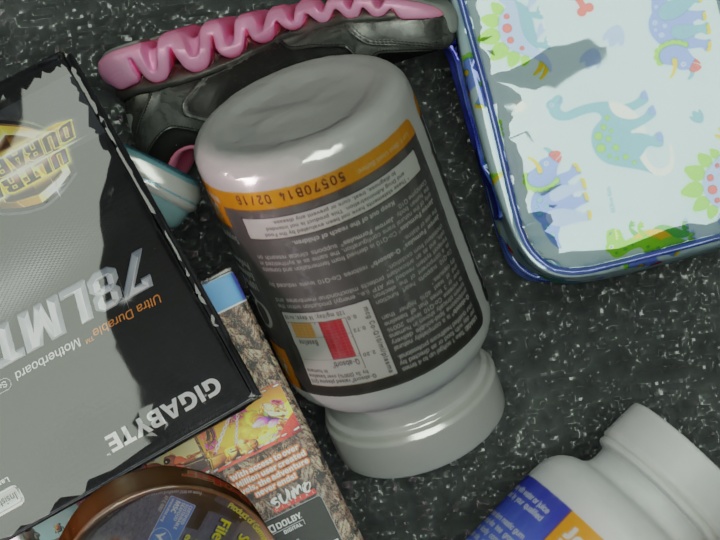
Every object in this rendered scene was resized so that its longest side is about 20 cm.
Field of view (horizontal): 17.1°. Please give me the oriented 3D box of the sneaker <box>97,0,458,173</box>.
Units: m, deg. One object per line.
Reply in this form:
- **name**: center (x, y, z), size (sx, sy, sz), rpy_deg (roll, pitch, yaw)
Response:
- **sneaker**: center (-0.038, -0.095, 1.272), size (0.200, 0.079, 0.095), rpy_deg (-11, 94, 20)

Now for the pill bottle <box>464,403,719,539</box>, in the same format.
- **pill bottle**: center (0.105, 0.168, 1.248), size (0.112, 0.112, 0.200), rpy_deg (44, 86, 1)

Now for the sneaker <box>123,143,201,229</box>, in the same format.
- **sneaker**: center (-0.186, -0.018, 1.259), size (0.200, 0.080, 0.131), rpy_deg (14, 86, 20)

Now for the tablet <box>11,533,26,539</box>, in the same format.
- **tablet**: center (-0.210, 0.121, 1.235), size (0.014, 0.130, 0.200), rpy_deg (-24, 87, -30)

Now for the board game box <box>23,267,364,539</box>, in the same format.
- **board game box**: center (-0.095, 0.124, 1.250), size (0.159, 0.097, 0.200), rpy_deg (-25, 87, -4)

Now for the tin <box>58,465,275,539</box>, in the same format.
- **tin**: center (-0.113, 0.188, 1.157), size (0.112, 0.042, 0.200), rpy_deg (26, 100, -15)

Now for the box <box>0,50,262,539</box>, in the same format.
- **box**: center (-0.182, 0.025, 1.167), size (0.200, 0.050, 0.199), rpy_deg (-28, 87, -12)

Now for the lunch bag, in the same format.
- **lunch bag**: center (0.131, -0.098, 1.285), size (0.161, 0.082, 0.200), rpy_deg (-15, 86, -4)

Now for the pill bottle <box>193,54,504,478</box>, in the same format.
- **pill bottle**: center (0.000, 0.000, 1.222), size (0.116, 0.116, 0.200), rpy_deg (-23, 117, -4)
